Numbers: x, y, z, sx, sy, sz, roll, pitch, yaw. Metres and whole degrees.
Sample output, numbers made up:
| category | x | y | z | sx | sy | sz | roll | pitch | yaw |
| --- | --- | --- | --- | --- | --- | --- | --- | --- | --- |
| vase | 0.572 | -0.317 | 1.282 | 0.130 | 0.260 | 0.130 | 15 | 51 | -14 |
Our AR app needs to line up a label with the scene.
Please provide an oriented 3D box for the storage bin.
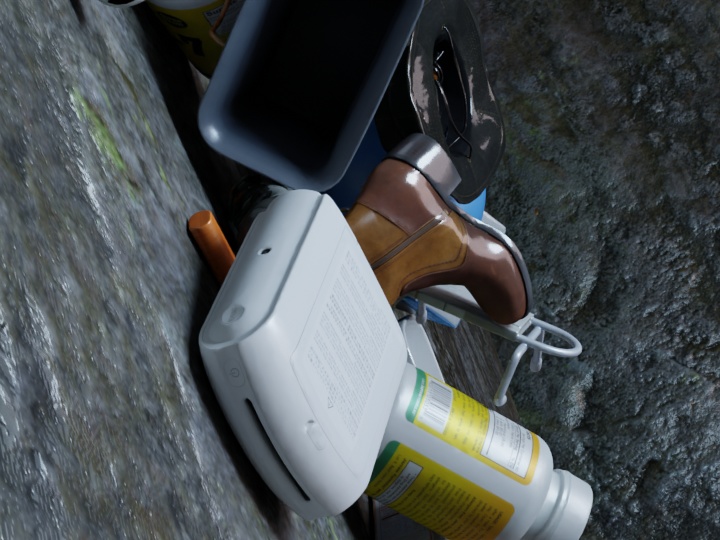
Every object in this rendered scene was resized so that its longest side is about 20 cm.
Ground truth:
| category | x | y | z | sx | sy | sz | roll | pitch | yaw |
| --- | --- | --- | --- | --- | --- | --- | --- | --- | --- |
| storage bin | -0.039 | -0.183 | 1.397 | 0.146 | 0.200 | 0.134 | 26 | 17 | 0 |

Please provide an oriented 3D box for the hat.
| category | x | y | z | sx | sy | sz | roll | pitch | yaw |
| --- | --- | --- | --- | --- | --- | --- | --- | --- | --- |
| hat | 0.053 | -0.144 | 1.497 | 0.201 | 0.081 | 0.201 | 34 | 52 | -58 |

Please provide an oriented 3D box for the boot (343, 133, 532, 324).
| category | x | y | z | sx | sy | sz | roll | pitch | yaw |
| --- | --- | --- | --- | --- | --- | --- | --- | --- | --- |
| boot | 0.034 | 0.022 | 1.377 | 0.068 | 0.200 | 0.188 | 5 | -45 | 49 |

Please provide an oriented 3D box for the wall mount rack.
| category | x | y | z | sx | sy | sz | roll | pitch | yaw |
| --- | --- | --- | --- | --- | --- | --- | --- | --- | --- |
| wall mount rack | 0.093 | 0.052 | 1.522 | 0.075 | 0.200 | 0.174 | -70 | 167 | 16 |

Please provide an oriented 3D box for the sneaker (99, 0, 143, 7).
| category | x | y | z | sx | sy | sz | roll | pitch | yaw |
| --- | --- | --- | --- | --- | --- | --- | --- | --- | --- |
| sneaker | -0.177 | -0.271 | 1.263 | 0.200 | 0.081 | 0.146 | 64 | 11 | 8 |

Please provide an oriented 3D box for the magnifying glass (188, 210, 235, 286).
| category | x | y | z | sx | sy | sz | roll | pitch | yaw |
| --- | --- | --- | --- | --- | --- | --- | --- | --- | --- |
| magnifying glass | -0.080 | 0.040 | 1.324 | 0.080 | 0.022 | 0.200 | -100 | 168 | -59 |

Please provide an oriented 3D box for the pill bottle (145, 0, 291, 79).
| category | x | y | z | sx | sy | sz | roll | pitch | yaw |
| --- | --- | --- | --- | --- | --- | --- | --- | --- | --- |
| pill bottle | -0.125 | -0.244 | 1.441 | 0.200 | 0.114 | 0.114 | 54 | 16 | -62 |

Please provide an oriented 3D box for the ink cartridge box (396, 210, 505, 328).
| category | x | y | z | sx | sy | sz | roll | pitch | yaw |
| --- | --- | --- | --- | --- | --- | --- | --- | --- | --- |
| ink cartridge box | 0.040 | -0.025 | 1.779 | 0.068 | 0.115 | 0.200 | 34 | -10 | -36 |

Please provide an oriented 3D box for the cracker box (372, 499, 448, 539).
| category | x | y | z | sx | sy | sz | roll | pitch | yaw |
| --- | --- | --- | --- | --- | --- | --- | --- | --- | --- |
| cracker box | 0.061 | 0.275 | 1.506 | 0.200 | 0.058 | 0.134 | -91 | 159 | -67 |

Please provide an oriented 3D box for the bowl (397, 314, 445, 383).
| category | x | y | z | sx | sy | sz | roll | pitch | yaw |
| --- | --- | --- | --- | --- | --- | --- | --- | --- | --- |
| bowl | 0.052 | 0.151 | 1.733 | 0.200 | 0.075 | 0.200 | -28 | 96 | -82 |

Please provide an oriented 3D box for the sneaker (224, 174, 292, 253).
| category | x | y | z | sx | sy | sz | roll | pitch | yaw |
| --- | --- | --- | --- | --- | --- | --- | --- | --- | --- |
| sneaker | -0.078 | -0.038 | 1.386 | 0.079 | 0.074 | 0.200 | 39 | 4 | 1 |

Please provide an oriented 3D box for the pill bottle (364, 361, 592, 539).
| category | x | y | z | sx | sy | sz | roll | pitch | yaw |
| --- | --- | --- | --- | --- | --- | --- | --- | --- | --- |
| pill bottle | 0.087 | 0.167 | 1.451 | 0.200 | 0.113 | 0.113 | 29 | 18 | -11 |

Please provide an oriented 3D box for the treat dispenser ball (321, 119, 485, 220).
| category | x | y | z | sx | sy | sz | roll | pitch | yaw |
| --- | --- | --- | --- | --- | --- | --- | --- | --- | --- |
| treat dispenser ball | 0.016 | -0.074 | 1.620 | 0.201 | 0.201 | 0.201 | -22 | 90 | -83 |

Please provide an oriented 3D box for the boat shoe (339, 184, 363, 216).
| category | x | y | z | sx | sy | sz | roll | pitch | yaw |
| --- | --- | --- | --- | --- | --- | --- | --- | --- | --- |
| boat shoe | 0.000 | 0.000 | 1.431 | 0.063 | 0.073 | 0.200 | 77 | 28 | -55 |

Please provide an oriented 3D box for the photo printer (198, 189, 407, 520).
| category | x | y | z | sx | sy | sz | roll | pitch | yaw |
| --- | --- | --- | --- | --- | --- | --- | --- | --- | --- |
| photo printer | -0.038 | 0.062 | 1.217 | 0.166 | 0.069 | 0.200 | 63 | 26 | -27 |
